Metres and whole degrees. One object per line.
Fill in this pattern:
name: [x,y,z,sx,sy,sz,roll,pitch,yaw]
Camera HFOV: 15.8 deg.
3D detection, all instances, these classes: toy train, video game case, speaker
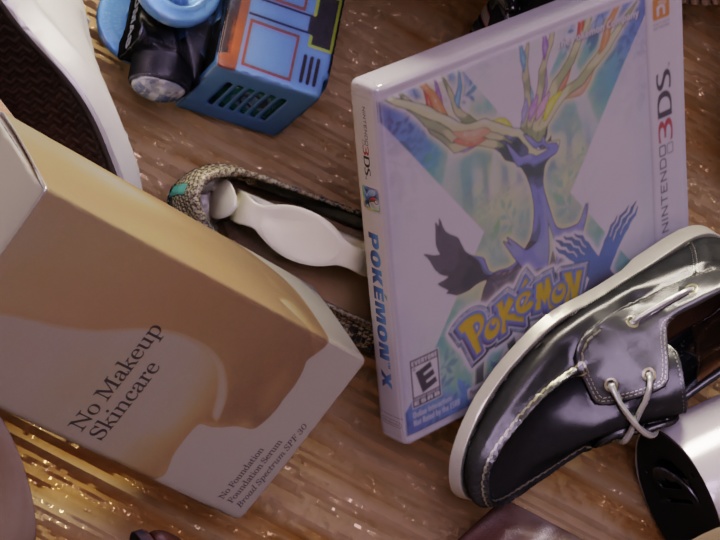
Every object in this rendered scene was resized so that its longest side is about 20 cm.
toy train: [-0.060,-0.169,1.293,0.114,0.087,0.201,17,69,-19]
video game case: [0.083,-0.034,1.245,0.199,0.022,0.183,-24,121,-34]
speaker: [0.238,0.078,1.304,0.199,0.081,0.082,-23,82,-20]

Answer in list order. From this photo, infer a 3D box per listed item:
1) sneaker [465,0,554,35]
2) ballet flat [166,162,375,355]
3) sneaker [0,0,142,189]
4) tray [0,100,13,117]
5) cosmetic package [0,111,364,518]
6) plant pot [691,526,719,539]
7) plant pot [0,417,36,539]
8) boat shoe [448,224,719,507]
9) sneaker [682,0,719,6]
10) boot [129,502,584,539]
sneaker: [0.079,-0.103,1.292,0.073,0.088,0.200,30,59,0]
ballet flat: [0.000,0.000,1.264,0.199,0.075,0.068,22,81,-9]
sneaker: [-0.148,-0.108,1.259,0.085,0.073,0.201,-38,105,-55]
tray: [-0.213,-0.088,1.220,0.037,0.099,0.200,-38,87,-20]
cosmetic package: [-0.106,0.024,1.166,0.200,0.071,0.105,28,105,-39]
plant pot: [0.191,0.184,1.231,0.200,0.202,0.093,-10,44,-17]
plant pot: [-0.241,0.119,1.124,0.173,0.200,0.201,-25,83,-35]
boat shoe: [0.125,0.050,1.256,0.200,0.072,0.068,-35,46,-23]
sneaker: [0.249,-0.201,1.343,0.199,0.072,0.113,-8,35,14]
boot: [0.011,0.154,1.233,0.199,0.064,0.187,-33,99,-17]
